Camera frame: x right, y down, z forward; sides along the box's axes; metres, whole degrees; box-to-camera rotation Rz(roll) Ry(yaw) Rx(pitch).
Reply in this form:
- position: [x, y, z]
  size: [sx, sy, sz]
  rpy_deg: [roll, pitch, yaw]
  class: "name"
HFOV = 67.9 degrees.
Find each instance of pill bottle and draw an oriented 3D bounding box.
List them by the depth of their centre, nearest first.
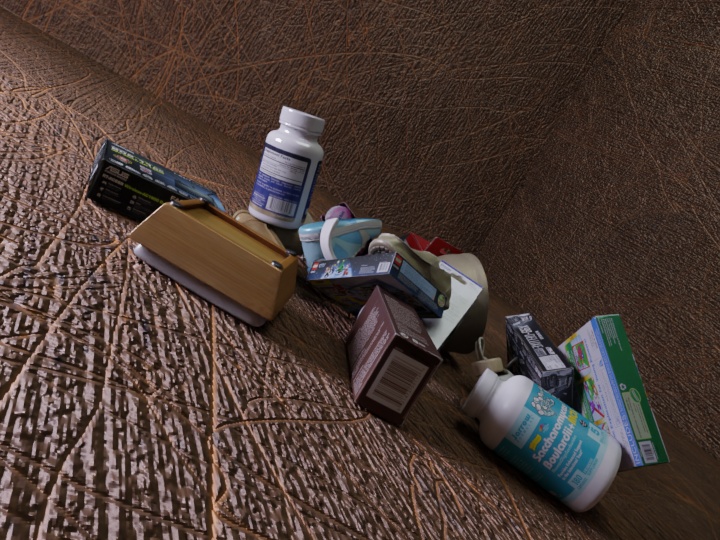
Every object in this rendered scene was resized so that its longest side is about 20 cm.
- position: [0.240, 0.222, 0.732]
  size: [0.198, 0.112, 0.111]
  rpy_deg: [33, 10, 14]
  class: "pill bottle"
- position: [-0.131, -0.190, 0.989]
  size: [0.109, 0.204, 0.111]
  rpy_deg: [17, 14, -5]
  class: "pill bottle"

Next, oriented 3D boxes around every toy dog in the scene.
- position: [0.242, 0.190, 0.885]
  size: [0.094, 0.135, 0.200]
  rpy_deg: [-9, 7, 17]
  class: "toy dog"

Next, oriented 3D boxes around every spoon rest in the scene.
- position: [0.000, 0.000, 0.931]
  size: [0.200, 0.061, 0.099]
  rpy_deg: [46, -23, -22]
  class: "spoon rest"

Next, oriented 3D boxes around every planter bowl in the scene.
- position: [0.152, 0.064, 1.078]
  size: [0.131, 0.205, 0.201]
  rpy_deg: [3, 17, -14]
  class: "planter bowl"

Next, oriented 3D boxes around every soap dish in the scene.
- position: [-0.177, -0.019, 0.705]
  size: [0.197, 0.082, 0.157]
  rpy_deg: [30, 10, -2]
  class: "soap dish"

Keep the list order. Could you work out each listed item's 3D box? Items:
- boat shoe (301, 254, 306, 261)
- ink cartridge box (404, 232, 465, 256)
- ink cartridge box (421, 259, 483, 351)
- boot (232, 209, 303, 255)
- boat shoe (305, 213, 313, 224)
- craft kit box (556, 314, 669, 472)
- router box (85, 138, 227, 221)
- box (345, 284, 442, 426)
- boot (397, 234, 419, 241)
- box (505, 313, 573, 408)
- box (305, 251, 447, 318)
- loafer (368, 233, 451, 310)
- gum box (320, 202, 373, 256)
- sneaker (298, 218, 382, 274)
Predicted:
- position: [-0.098, -0.039, 1.135]
  size: [0.068, 0.073, 0.201]
  rpy_deg: [-1, 25, -16]
  class: "boat shoe"
- position: [0.124, -0.002, 1.182]
  size: [0.115, 0.201, 0.068]
  rpy_deg: [23, 29, -39]
  class: "ink cartridge box"
- position: [0.128, 0.075, 0.946]
  size: [0.099, 0.200, 0.040]
  rpy_deg: [34, -33, 19]
  class: "ink cartridge box"
- position: [-0.148, -0.038, 0.960]
  size: [0.172, 0.067, 0.200]
  rpy_deg: [13, 16, -25]
  class: "boot"
- position: [-0.173, -0.110, 1.211]
  size: [0.199, 0.059, 0.074]
  rpy_deg: [7, 66, -64]
  class: "boat shoe"
- position: [0.354, 0.196, 0.800]
  size: [0.047, 0.204, 0.198]
  rpy_deg: [-4, -25, -8]
  class: "craft kit box"
- position: [-0.311, -0.117, 0.828]
  size: [0.198, 0.063, 0.150]
  rpy_deg: [26, 10, -32]
  class: "router box"
- position: [0.036, 0.104, 0.712]
  size: [0.074, 0.101, 0.200]
  rpy_deg: [29, 11, -13]
  class: "box"
- position: [0.023, -0.052, 1.257]
  size: [0.166, 0.200, 0.078]
  rpy_deg: [29, 50, -17]
  class: "boot"
- position: [0.298, 0.188, 0.906]
  size: [0.048, 0.161, 0.201]
  rpy_deg: [-8, 19, 1]
  class: "box"
- position: [0.023, 0.029, 0.863]
  size: [0.198, 0.038, 0.136]
  rpy_deg: [-4, -34, 47]
  class: "box"
- position: [0.085, -0.006, 0.872]
  size: [0.075, 0.069, 0.200]
  rpy_deg: [0, -31, 42]
  class: "loafer"
- position: [-0.004, -0.038, 1.119]
  size: [0.201, 0.065, 0.114]
  rpy_deg: [54, -7, 27]
  class: "gum box"
- position: [-0.032, -0.029, 1.005]
  size: [0.197, 0.134, 0.079]
  rpy_deg: [-13, 13, -43]
  class: "sneaker"
